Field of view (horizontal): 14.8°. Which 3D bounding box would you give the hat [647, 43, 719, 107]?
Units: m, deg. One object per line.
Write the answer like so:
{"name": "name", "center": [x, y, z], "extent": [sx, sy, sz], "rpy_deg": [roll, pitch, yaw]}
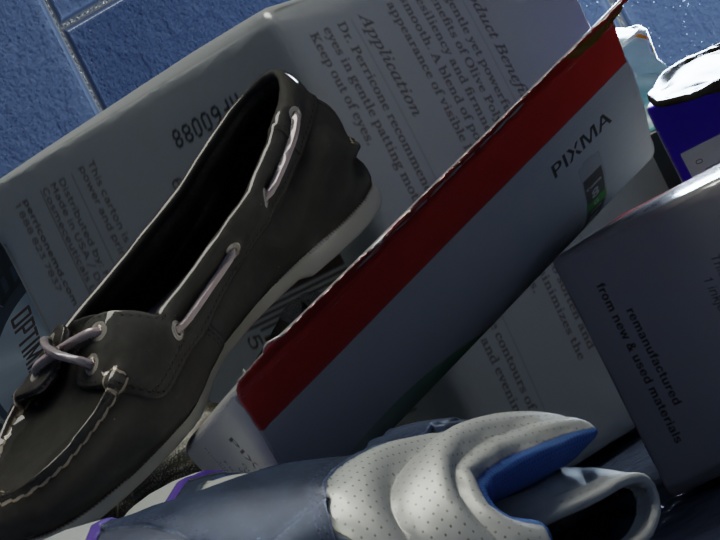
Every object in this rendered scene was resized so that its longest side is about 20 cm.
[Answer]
{"name": "hat", "center": [0.180, -0.124, 0.949], "extent": [0.201, 0.081, 0.201], "rpy_deg": [-21, 4, 2]}

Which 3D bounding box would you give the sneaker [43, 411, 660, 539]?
{"name": "sneaker", "center": [0.009, 0.081, 0.708], "extent": [0.146, 0.081, 0.200], "rpy_deg": [-11, -6, 12]}

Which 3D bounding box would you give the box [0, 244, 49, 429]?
{"name": "box", "center": [-0.131, 0.063, 1.253], "extent": [0.160, 0.200, 0.044], "rpy_deg": [-26, 1, 5]}

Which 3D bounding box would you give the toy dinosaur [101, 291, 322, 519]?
{"name": "toy dinosaur", "center": [-0.067, 0.080, 0.981], "extent": [0.102, 0.077, 0.200], "rpy_deg": [2, -28, -31]}

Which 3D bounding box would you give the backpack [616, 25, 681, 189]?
{"name": "backpack", "center": [0.098, -0.023, 1.333], "extent": [0.176, 0.153, 0.200], "rpy_deg": [-32, -5, -5]}

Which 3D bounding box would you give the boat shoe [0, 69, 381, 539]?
{"name": "boat shoe", "center": [-0.067, 0.009, 0.893], "extent": [0.067, 0.057, 0.200], "rpy_deg": [-9, 31, 45]}

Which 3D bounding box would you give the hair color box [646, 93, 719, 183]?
{"name": "hair color box", "center": [0.167, -0.034, 1.130], "extent": [0.065, 0.109, 0.200], "rpy_deg": [-26, 2, 6]}

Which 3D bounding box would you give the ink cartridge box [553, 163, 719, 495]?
{"name": "ink cartridge box", "center": [0.176, -0.019, 0.861], "extent": [0.200, 0.083, 0.147], "rpy_deg": [-27, 0, 16]}

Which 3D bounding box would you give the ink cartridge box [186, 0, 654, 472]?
{"name": "ink cartridge box", "center": [0.027, 0.000, 0.807], "extent": [0.161, 0.050, 0.200], "rpy_deg": [-45, 1, -15]}

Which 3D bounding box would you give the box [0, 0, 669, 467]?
{"name": "box", "center": [0.000, 0.000, 1.087], "extent": [0.200, 0.199, 0.171], "rpy_deg": [-26, 1, 45]}
